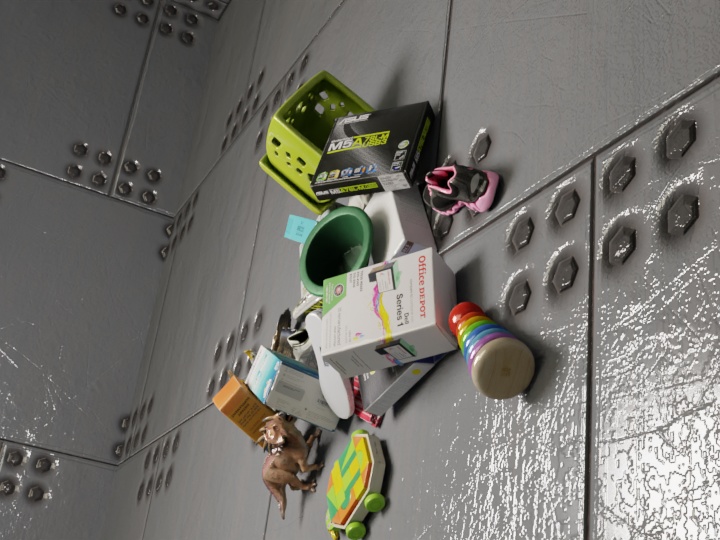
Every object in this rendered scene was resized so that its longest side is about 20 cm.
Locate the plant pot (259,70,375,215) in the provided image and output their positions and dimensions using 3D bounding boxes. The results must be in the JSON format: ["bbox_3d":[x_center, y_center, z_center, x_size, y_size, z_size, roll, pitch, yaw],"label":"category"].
[{"bbox_3d":[-0.080,-0.247,1.916,0.200,0.198,0.182,-50,-2,-39],"label":"plant pot"}]

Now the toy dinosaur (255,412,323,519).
[{"bbox_3d":[-0.146,0.351,1.751,0.202,0.134,0.086,-70,22,6],"label":"toy dinosaur"}]

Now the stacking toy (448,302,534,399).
[{"bbox_3d":[0.167,0.095,1.293,0.086,0.085,0.200,-65,18,15],"label":"stacking toy"}]

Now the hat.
[{"bbox_3d":[0.000,0.000,1.706,0.199,0.175,0.167,-26,53,33],"label":"hat"}]

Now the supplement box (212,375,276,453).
[{"bbox_3d":[-0.188,0.293,1.806,0.067,0.200,0.069,-48,25,-7],"label":"supplement box"}]

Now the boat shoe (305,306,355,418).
[{"bbox_3d":[-0.037,0.156,1.641,0.071,0.067,0.202,-4,106,50],"label":"boat shoe"}]

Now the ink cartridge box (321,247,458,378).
[{"bbox_3d":[0.044,0.066,1.465,0.198,0.084,0.146,-17,51,23],"label":"ink cartridge box"}]

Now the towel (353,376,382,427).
[{"bbox_3d":[0.028,0.159,1.640,0.144,0.022,0.202,15,87,69],"label":"towel"}]

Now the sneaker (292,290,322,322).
[{"bbox_3d":[-0.059,0.060,1.818,0.200,0.085,0.075,-39,13,46],"label":"sneaker"}]

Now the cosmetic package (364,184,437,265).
[{"bbox_3d":[0.066,-0.070,1.661,0.102,0.073,0.201,-57,28,32],"label":"cosmetic package"}]

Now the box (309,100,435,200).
[{"bbox_3d":[0.023,-0.218,1.723,0.198,0.048,0.195,-5,48,29],"label":"box"}]

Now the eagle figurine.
[{"bbox_3d":[-0.189,0.199,2.030,0.200,0.151,0.152,-41,70,0],"label":"eagle figurine"}]

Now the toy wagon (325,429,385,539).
[{"bbox_3d":[-0.017,0.367,1.560,0.201,0.039,0.156,-60,24,26],"label":"toy wagon"}]

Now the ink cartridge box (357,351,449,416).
[{"bbox_3d":[0.057,0.100,1.540,0.200,0.047,0.199,-50,36,36],"label":"ink cartridge box"}]

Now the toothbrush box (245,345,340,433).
[{"bbox_3d":[-0.120,0.217,1.753,0.086,0.145,0.200,-66,16,-4],"label":"toothbrush box"}]

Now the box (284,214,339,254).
[{"bbox_3d":[-0.081,-0.069,1.820,0.200,0.081,0.050,-159,84,-71],"label":"box"}]

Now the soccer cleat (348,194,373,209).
[{"bbox_3d":[0.007,-0.100,1.843,0.078,0.068,0.201,112,164,-47],"label":"soccer cleat"}]

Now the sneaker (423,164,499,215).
[{"bbox_3d":[0.139,-0.138,1.512,0.200,0.094,0.080,-2,73,68],"label":"sneaker"}]

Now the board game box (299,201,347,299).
[{"bbox_3d":[-0.067,-0.023,1.951,0.148,0.064,0.201,-55,26,38],"label":"board game box"}]

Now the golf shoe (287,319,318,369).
[{"bbox_3d":[-0.108,0.150,1.870,0.200,0.096,0.079,-52,30,42],"label":"golf shoe"}]
